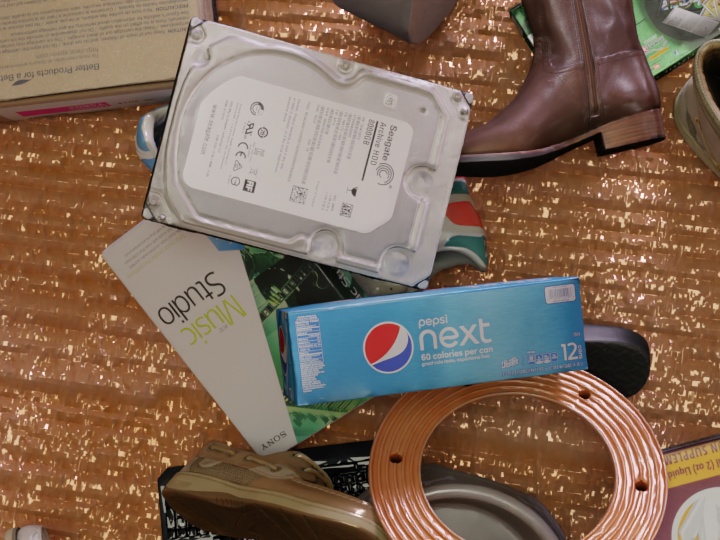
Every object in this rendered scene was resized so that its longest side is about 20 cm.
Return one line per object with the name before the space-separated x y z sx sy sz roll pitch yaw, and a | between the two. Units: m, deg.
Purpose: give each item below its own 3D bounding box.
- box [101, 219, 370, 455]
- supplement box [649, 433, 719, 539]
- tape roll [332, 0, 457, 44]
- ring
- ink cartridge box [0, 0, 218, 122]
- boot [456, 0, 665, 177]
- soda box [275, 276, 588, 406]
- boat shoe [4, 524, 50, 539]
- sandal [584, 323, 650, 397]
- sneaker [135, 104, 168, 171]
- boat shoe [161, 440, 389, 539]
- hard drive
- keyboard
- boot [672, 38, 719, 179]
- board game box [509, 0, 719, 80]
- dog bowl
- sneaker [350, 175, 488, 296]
box | -0.074 0.026 1.105 0.144 0.036 0.200 -34 98 30
supplement box | 0.257 0.217 1.072 0.110 0.086 0.201 -16 83 5
tape roll | 0.054 -0.264 1.087 0.066 0.200 0.201 27 88 8
ring | 0.105 0.139 1.032 0.199 0.019 0.201 -1 49 1
ink cartridge box | -0.212 -0.207 1.179 0.199 0.075 0.166 -5 85 6
boot | 0.117 -0.175 1.113 0.185 0.064 0.201 -10 85 -11
soda box | 0.046 0.046 1.036 0.199 0.068 0.065 -6 91 -9
boat shoe | -0.203 0.277 1.137 0.068 0.075 0.201 -20 89 -1
sandal | 0.110 0.053 1.122 0.199 0.048 0.076 10 128 -5
sneaker | -0.071 -0.093 1.152 0.199 0.072 0.072 -1 83 6
boat shoe | -0.054 0.155 1.079 0.199 0.071 0.065 7 51 39
hard drive | -0.035 -0.077 1.037 0.199 0.038 0.140 15 89 -10
keyboard | -0.052 0.185 1.139 0.199 0.040 0.105 -9 83 7
boot | 0.297 -0.070 1.060 0.072 0.155 0.200 -43 81 2
board game box | 0.222 -0.203 1.149 0.199 0.023 0.105 -31 83 3
dog bowl | 0.064 0.238 1.091 0.199 0.059 0.201 0 85 -4
sneaker | 0.000 0.000 1.133 0.199 0.070 0.094 -24 76 2
